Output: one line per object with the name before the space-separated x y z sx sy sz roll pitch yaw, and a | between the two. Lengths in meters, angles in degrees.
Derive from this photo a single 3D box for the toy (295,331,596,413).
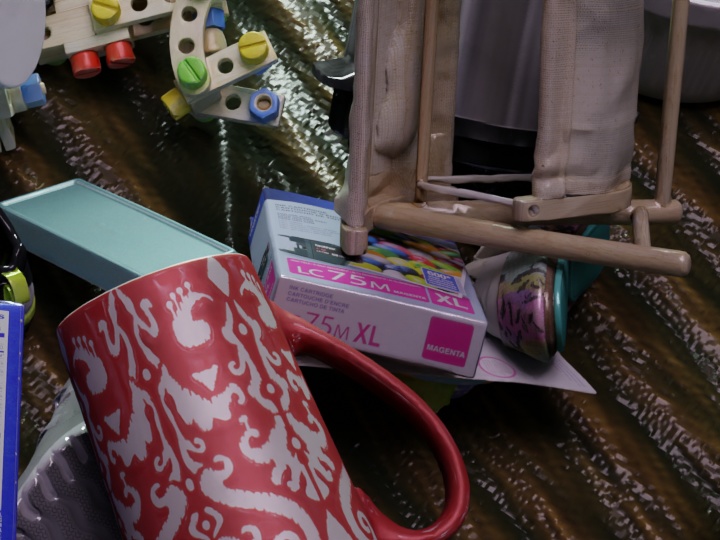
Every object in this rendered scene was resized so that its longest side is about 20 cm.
toy | 0.020 0.049 1.576 0.200 0.047 0.115 10 22 -25

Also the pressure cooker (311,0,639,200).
pressure cooker | 0.075 -0.139 1.678 0.176 0.200 0.179 16 16 22

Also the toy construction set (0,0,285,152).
toy construction set | -0.153 -0.132 1.690 0.200 0.092 0.131 -11 76 -14

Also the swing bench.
swing bench | 0.091 -0.113 1.535 0.199 0.199 0.130 5 16 3

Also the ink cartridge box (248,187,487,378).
ink cartridge box | 0.000 0.000 1.563 0.119 0.042 0.200 13 14 -9

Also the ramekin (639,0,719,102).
ramekin | 0.214 -0.203 1.830 0.200 0.105 0.200 7 47 -8

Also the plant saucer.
plant saucer | -0.140 -0.018 1.559 0.070 0.019 0.200 -19 23 -29

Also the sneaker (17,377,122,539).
sneaker | -0.138 0.094 1.501 0.075 0.082 0.200 50 58 -22

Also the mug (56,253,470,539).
mug | -0.056 0.100 1.421 0.177 0.133 0.200 -13 75 -43

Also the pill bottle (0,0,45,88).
pill bottle | -0.290 -0.150 1.604 0.200 0.111 0.111 3 43 20

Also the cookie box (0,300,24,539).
cookie box | -0.215 0.140 1.358 0.075 0.171 0.200 7 46 -12

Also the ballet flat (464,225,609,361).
ballet flat | 0.098 0.004 1.609 0.071 0.069 0.200 5 18 12

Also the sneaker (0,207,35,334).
sneaker | -0.240 -0.043 1.580 0.072 0.083 0.200 -24 58 -32
